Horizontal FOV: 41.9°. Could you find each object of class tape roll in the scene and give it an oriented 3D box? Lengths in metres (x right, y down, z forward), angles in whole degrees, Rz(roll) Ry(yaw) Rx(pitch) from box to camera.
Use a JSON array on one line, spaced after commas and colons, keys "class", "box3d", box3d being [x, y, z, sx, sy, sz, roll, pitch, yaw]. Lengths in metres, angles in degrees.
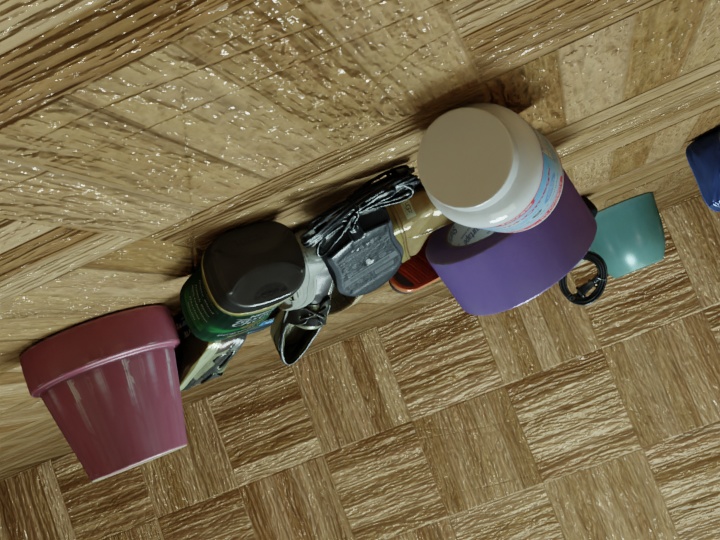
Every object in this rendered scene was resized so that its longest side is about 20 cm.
[{"class": "tape roll", "box3d": [0.185, -0.042, 1.165, 0.199, 0.085, 0.200, -33, -161, 12]}]

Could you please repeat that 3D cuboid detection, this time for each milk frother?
[{"class": "milk frother", "box3d": [0.399, -0.023, 1.816, 0.180, 0.201, 0.188, -31, 169, 36]}]

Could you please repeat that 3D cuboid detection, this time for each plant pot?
[{"class": "plant pot", "box3d": [-0.310, 0.162, 1.202, 0.199, 0.180, 0.200, -22, 173, -3]}, {"class": "plant pot", "box3d": [0.648, -0.076, 2.290, 0.199, 0.162, 0.201, -20, 172, -3]}]

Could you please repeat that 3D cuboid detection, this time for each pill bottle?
[{"class": "pill bottle", "box3d": [0.118, -0.091, 0.854, 0.108, 0.109, 0.200, -24, 173, 19]}]

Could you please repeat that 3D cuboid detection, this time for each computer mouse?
[{"class": "computer mouse", "box3d": [-0.001, -0.039, 1.013, 0.138, 0.053, 0.200, -31, 155, -9]}]

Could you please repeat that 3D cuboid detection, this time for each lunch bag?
[{"class": "lunch bag", "box3d": [0.668, -0.191, 1.606, 0.199, 0.137, 0.132, -14, 170, -36]}]

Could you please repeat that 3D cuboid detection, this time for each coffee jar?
[{"class": "coffee jar", "box3d": [-0.129, 0.015, 1.013, 0.104, 0.086, 0.200, -18, 172, -22]}]

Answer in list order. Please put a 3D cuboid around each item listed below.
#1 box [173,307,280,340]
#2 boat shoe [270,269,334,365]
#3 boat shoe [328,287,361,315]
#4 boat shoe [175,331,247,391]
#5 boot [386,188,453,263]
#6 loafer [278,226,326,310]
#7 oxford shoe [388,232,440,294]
[{"class": "box", "box3d": [-0.189, 0.069, 1.392, 0.199, 0.046, 0.159, -14, 169, -43]}, {"class": "boat shoe", "box3d": [-0.072, 0.056, 1.311, 0.073, 0.065, 0.201, 0, 139, -23]}, {"class": "boat shoe", "box3d": [0.000, 0.000, 1.342, 0.200, 0.072, 0.072, -40, 170, 35]}, {"class": "boat shoe", "box3d": [-0.209, 0.120, 1.268, 0.066, 0.072, 0.201, 11, 149, -23]}, {"class": "boot", "box3d": [0.125, -0.081, 1.133, 0.199, 0.067, 0.175, -23, 174, 2]}, {"class": "loafer", "box3d": [-0.088, 0.005, 1.136, 0.069, 0.070, 0.200, -25, 165, -21]}, {"class": "oxford shoe", "box3d": [0.091, -0.011, 1.275, 0.200, 0.071, 0.073, -39, 164, -48]}]
